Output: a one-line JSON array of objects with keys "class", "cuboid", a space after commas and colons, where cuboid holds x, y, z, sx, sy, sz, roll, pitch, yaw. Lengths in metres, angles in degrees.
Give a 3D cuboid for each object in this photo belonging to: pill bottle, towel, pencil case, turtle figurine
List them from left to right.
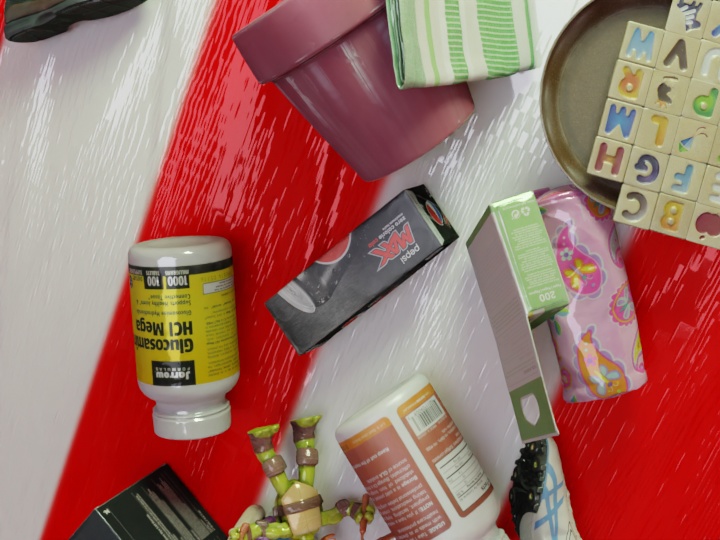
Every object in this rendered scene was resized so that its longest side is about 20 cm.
[{"class": "pill bottle", "cuboid": [-0.186, 0.070, 1.130, 0.110, 0.112, 0.205, 0, 99, 22]}, {"class": "turtle figurine", "cuboid": [-0.056, 0.240, 1.124, 0.196, 0.064, 0.165, -11, 84, -11]}, {"class": "pill bottle", "cuboid": [0.068, 0.216, 1.053, 0.111, 0.112, 0.202, -33, 86, 23]}, {"class": "towel", "cuboid": [0.089, -0.242, 0.922, 0.023, 0.198, 0.156, -1, 100, 41]}, {"class": "pencil case", "cuboid": [0.205, 0.019, 0.983, 0.086, 0.087, 0.204, -14, 93, 23]}]

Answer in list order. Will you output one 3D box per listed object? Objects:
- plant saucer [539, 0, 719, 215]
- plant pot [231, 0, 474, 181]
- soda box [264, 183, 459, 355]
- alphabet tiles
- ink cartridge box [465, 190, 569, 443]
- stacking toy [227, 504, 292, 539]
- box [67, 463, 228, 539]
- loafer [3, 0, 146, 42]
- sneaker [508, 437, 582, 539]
[{"class": "plant saucer", "cuboid": [0.256, -0.151, 0.935, 0.196, 0.032, 0.205, 0, 93, 6]}, {"class": "plant pot", "cuboid": [0.009, -0.193, 0.975, 0.198, 0.201, 0.181, -28, 104, 23]}, {"class": "soda box", "cuboid": [0.000, 0.000, 1.070, 0.199, 0.063, 0.071, -38, 84, 22]}, {"class": "alphabet tiles", "cuboid": [0.292, -0.128, 0.915, 0.163, 0.006, 0.204, 15, 95, 3]}, {"class": "ink cartridge box", "cuboid": [0.150, 0.047, 0.952, 0.047, 0.146, 0.204, -16, 79, -6]}, {"class": "stacking toy", "cuboid": [-0.053, 0.338, 1.150, 0.197, 0.085, 0.087, 28, 108, 8]}, {"class": "box", "cuboid": [-0.209, 0.334, 1.171, 0.200, 0.141, 0.079, 48, 112, 8]}, {"class": "loafer", "cuboid": [-0.312, -0.301, 1.143, 0.197, 0.072, 0.064, -12, 89, 25]}, {"class": "sneaker", "cuboid": [0.191, 0.261, 1.044, 0.071, 0.072, 0.205, -5, 90, -17]}]
